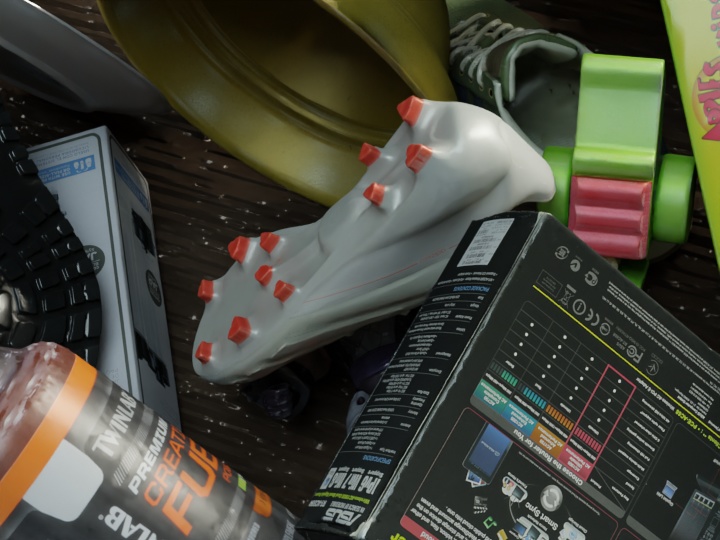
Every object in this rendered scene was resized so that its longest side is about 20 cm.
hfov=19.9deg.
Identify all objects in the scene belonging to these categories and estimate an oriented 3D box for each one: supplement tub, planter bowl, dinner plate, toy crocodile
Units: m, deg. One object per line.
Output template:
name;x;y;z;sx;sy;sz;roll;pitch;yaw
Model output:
supplement tub;-0.116;0.103;0.860;0.200;0.107;0.107;37;75;-13
planter bowl;-0.021;-0.117;0.960;0.200;0.201;0.084;23;67;24
dinner plate;-0.185;-0.118;1.008;0.199;0.200;0.024;23;84;25
toy crocodile;0.105;0.004;0.894;0.067;0.062;0.201;10;111;10

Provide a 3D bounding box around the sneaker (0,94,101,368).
sneaker;-0.186;-0.010;0.966;0.075;0.088;0.201;-11;73;-38

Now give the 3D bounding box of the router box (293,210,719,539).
router box;0.093;0.094;0.829;0.150;0.200;0.062;-59;22;-17

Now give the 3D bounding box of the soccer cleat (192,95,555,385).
soccer cleat;0.000;0.000;0.900;0.200;0.077;0.070;-39;38;36

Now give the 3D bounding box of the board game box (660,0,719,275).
board game box;0.167;-0.085;0.902;0.047;0.102;0.201;-12;85;14

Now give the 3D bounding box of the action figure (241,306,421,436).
action figure;0.015;0.059;0.933;0.130;0.069;0.201;-29;53;21

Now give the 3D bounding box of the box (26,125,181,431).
box;-0.153;0.041;0.995;0.116;0.060;0.201;-14;61;9

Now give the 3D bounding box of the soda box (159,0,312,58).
soda box;-0.014;-0.166;1.058;0.199;0.064;0.068;-26;58;2

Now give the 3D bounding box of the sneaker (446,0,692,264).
sneaker;0.081;-0.093;0.979;0.067;0.090;0.200;-40;61;-6
